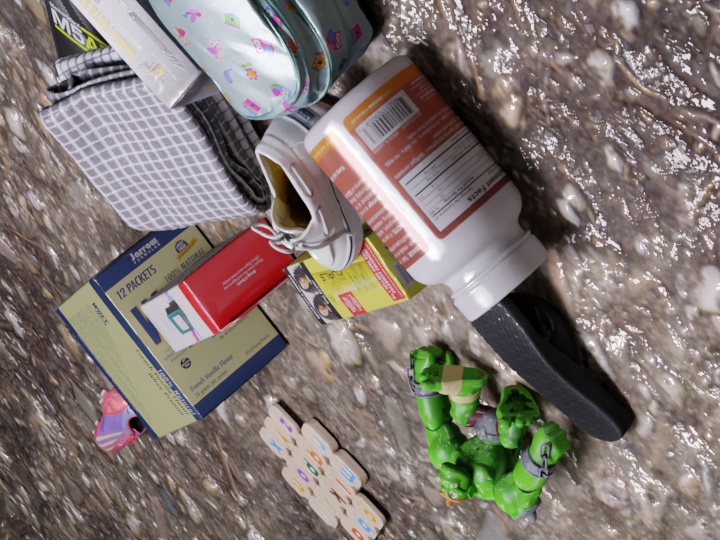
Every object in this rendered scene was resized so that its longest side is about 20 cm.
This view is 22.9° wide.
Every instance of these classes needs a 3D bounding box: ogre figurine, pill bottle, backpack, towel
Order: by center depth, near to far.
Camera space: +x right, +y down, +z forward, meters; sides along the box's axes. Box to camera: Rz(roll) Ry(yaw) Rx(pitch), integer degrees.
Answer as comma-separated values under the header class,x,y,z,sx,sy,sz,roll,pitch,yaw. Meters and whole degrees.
class,x,y,z,sx,sy,sz,roll,pitch,yaw
pill bottle,0.056,-0.063,1.421,0.200,0.112,0.112,50,155,0
backpack,-0.086,-0.224,1.421,0.200,0.127,0.167,52,152,-12
ogre figurine,0.117,0.158,1.659,0.199,0.098,0.121,15,122,29
towel,-0.192,-0.124,1.696,0.165,0.086,0.200,-7,135,35

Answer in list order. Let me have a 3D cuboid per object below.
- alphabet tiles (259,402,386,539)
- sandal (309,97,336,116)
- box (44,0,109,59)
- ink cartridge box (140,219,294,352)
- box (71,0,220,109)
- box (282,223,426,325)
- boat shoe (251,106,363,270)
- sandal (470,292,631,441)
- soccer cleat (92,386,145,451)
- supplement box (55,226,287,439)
class,x,y,z,sx,sy,sz,roll,pitch,yaw
alphabet tiles,-0.045,0.246,2.138,0.196,0.015,0.200,46,155,11
sandal,-0.009,-0.090,1.561,0.200,0.055,0.082,36,152,29
box,-0.234,-0.221,1.768,0.200,0.047,0.194,37,154,25
ink cartridge box,-0.142,0.014,1.858,0.067,0.116,0.200,53,155,-6
box,-0.179,-0.238,1.526,0.200,0.158,0.048,48,118,3
box,0.000,0.000,1.676,0.076,0.050,0.200,56,154,-9
boat shoe,-0.054,-0.049,1.526,0.074,0.086,0.203,28,154,25
sandal,0.159,0.067,1.520,0.200,0.048,0.075,44,157,-18
soccer cleat,-0.335,0.220,2.538,0.076,0.067,0.200,39,151,12
supplement box,-0.221,0.066,2.039,0.200,0.134,0.200,52,156,-4
